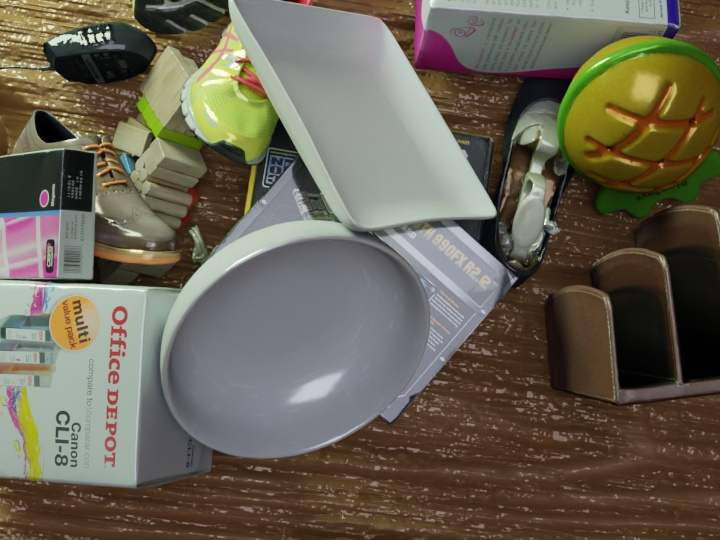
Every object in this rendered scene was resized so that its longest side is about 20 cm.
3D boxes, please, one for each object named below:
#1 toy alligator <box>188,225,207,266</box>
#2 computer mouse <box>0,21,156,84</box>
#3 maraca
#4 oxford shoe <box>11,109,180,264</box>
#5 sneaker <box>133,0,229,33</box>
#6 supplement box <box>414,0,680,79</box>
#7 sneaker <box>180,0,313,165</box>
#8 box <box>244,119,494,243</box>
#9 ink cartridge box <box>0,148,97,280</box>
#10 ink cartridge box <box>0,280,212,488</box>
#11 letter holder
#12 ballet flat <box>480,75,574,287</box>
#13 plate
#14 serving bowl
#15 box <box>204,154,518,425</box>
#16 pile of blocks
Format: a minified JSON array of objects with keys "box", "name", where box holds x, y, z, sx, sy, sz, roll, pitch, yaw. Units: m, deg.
[{"box":[-0.126,0.065,1.000,0.054,0.059,0.200,-20,89,-5],"name":"toy alligator"},{"box":[-0.268,-0.178,1.003,0.200,0.059,0.034,-6,72,-1],"name":"computer mouse"},{"box":[0.233,-0.110,0.982,0.137,0.200,0.107,-17,51,13],"name":"maraca"},{"box":[-0.210,-0.065,0.943,0.200,0.071,0.073,30,113,32],"name":"oxford shoe"},{"box":[-0.122,-0.286,1.003,0.078,0.090,0.200,30,107,-35],"name":"sneaker"},{"box":[0.148,-0.225,1.000,0.200,0.101,0.103,2,71,-5],"name":"supplement box"},{"box":[-0.080,-0.166,0.944,0.078,0.090,0.200,29,43,-21],"name":"sneaker"},{"box":[0.003,-0.047,1.021,0.200,0.049,0.160,9,86,-4],"name":"box"},{"box":[-0.272,-0.040,0.937,0.037,0.200,0.095,3,87,-44],"name":"ink cartridge box"},{"box":[-0.224,0.082,0.923,0.200,0.145,0.145,1,87,14],"name":"ink cartridge box"},{"box":[0.214,0.025,0.958,0.100,0.200,0.142,-6,88,-5],"name":"letter holder"},{"box":[0.150,-0.081,1.023,0.073,0.073,0.200,17,87,-4],"name":"ballet flat"},{"box":[0.000,-0.112,0.908,0.032,0.200,0.200,-38,73,31],"name":"plate"},{"box":[-0.053,0.042,0.880,0.200,0.066,0.200,-12,128,-16],"name":"serving bowl"},{"box":[0.000,0.000,0.971,0.200,0.048,0.158,41,86,-3],"name":"box"},{"box":[-0.165,-0.081,1.011,0.062,0.082,0.200,15,98,-46],"name":"pile of blocks"}]
